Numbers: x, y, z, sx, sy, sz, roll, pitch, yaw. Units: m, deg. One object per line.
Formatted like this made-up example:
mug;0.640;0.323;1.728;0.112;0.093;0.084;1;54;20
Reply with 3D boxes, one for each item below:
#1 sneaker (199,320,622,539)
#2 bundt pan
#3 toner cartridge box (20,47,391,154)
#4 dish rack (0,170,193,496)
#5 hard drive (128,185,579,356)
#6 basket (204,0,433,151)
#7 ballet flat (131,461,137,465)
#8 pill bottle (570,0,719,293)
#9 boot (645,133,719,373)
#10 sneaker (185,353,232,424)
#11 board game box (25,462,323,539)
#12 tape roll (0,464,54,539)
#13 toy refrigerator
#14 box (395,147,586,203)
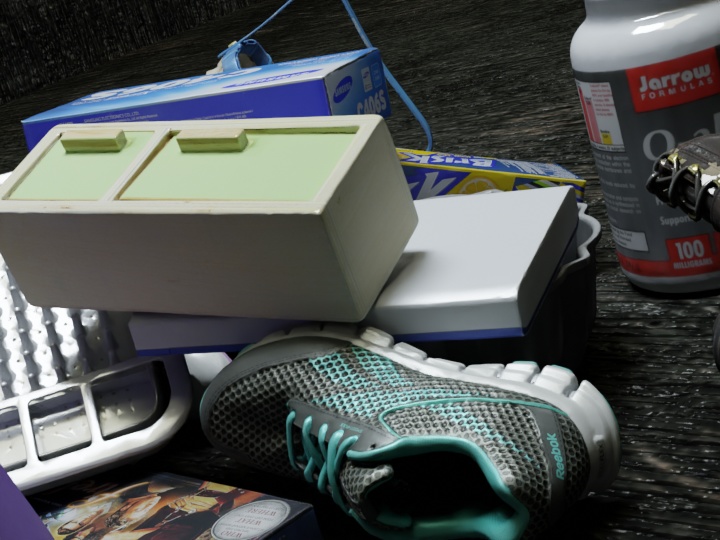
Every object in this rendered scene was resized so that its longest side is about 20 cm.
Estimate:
sneaker;0.007;0.074;0.629;0.198;0.078;0.091;2;21;27
bundt pan;0.038;0.027;0.787;0.200;0.076;0.202;-14;20;5
toner cartridge box;-0.091;-0.090;0.861;0.198;0.044;0.095;-6;16;22
dish rack;-0.185;0.037;0.778;0.170;0.044;0.201;-17;56;-7
hard drive;0.000;0.000;0.732;0.198;0.026;0.132;-4;23;23
basket;-0.058;-0.124;1.249;0.199;0.177;0.139;-33;11;11
ballet flat;-0.195;0.105;0.802;0.198;0.068;0.062;-24;-2;9
pill bottle;0.186;-0.099;0.844;0.115;0.202;0.116;-16;16;5
boot;0.201;-0.014;0.711;0.198;0.070;0.174;-14;32;-28
sneaker;-0.158;0.083;0.869;0.198;0.075;0.100;-6;39;33
board game box;-0.127;0.141;0.670;0.135;0.035;0.199;-30;20;-38
tape roll;-0.228;0.143;0.597;0.198;0.085;0.200;-24;24;11
toy refrigerator;-0.081;-0.029;0.704;0.198;0.070;0.076;2;41;30
box;0.034;-0.038;0.908;0.198;0.071;0.064;5;11;-12
